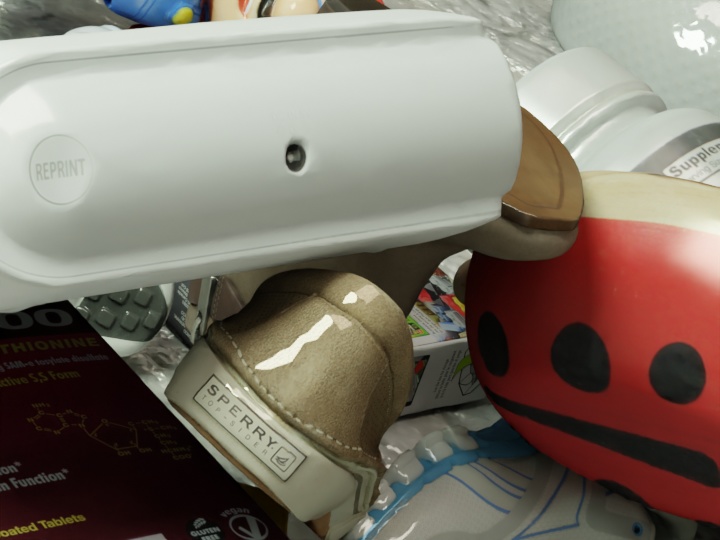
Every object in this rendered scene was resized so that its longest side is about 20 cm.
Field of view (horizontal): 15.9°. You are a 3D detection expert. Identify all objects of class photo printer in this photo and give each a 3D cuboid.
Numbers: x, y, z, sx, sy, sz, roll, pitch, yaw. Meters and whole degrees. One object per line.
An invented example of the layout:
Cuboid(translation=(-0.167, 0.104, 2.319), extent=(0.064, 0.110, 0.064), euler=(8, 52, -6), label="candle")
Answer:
Cuboid(translation=(-0.081, -0.029, 0.710), extent=(0.199, 0.070, 0.166), euler=(-10, 5, -40), label="photo printer")

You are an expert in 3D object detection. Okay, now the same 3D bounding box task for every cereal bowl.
Cuboid(translation=(0.207, -0.139, 1.376), extent=(0.199, 0.084, 0.200), euler=(15, 29, -8), label="cereal bowl")

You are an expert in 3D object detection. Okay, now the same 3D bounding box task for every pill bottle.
Cuboid(translation=(0.131, 0.011, 0.975), extent=(0.200, 0.113, 0.113), euler=(43, 35, 26), label="pill bottle")

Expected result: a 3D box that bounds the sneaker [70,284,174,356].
Cuboid(translation=(-0.149, -0.038, 0.986), extent=(0.200, 0.075, 0.081), euler=(36, 4, 12), label="sneaker")

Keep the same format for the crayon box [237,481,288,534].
Cuboid(translation=(-0.090, 0.108, 0.785), extent=(0.126, 0.051, 0.200), euler=(15, 28, -8), label="crayon box")

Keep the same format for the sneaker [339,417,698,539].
Cuboid(translation=(0.057, 0.097, 0.882), extent=(0.087, 0.075, 0.200), euler=(38, 33, 20), label="sneaker")

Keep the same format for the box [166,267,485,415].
Cuboid(translation=(-0.044, -0.011, 1.039), extent=(0.110, 0.035, 0.200), euler=(-9, 40, -42), label="box")

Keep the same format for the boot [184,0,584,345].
Cuboid(translation=(0.000, 0.000, 0.870), extent=(0.070, 0.147, 0.200), euler=(12, 22, -26), label="boot")

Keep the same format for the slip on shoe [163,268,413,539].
Cuboid(translation=(-0.017, 0.035, 0.768), extent=(0.076, 0.061, 0.200), euler=(41, -5, 6), label="slip on shoe")

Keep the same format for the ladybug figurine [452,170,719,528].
Cuboid(translation=(0.111, 0.034, 0.844), extent=(0.199, 0.136, 0.072), euler=(14, 54, 35), label="ladybug figurine")

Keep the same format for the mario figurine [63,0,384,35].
Cuboid(translation=(-0.071, -0.134, 1.141), extent=(0.199, 0.124, 0.106), euler=(21, 40, -24), label="mario figurine")

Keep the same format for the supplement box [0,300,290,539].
Cuboid(translation=(-0.115, 0.057, 0.742), extent=(0.108, 0.061, 0.200), euler=(-7, 37, -40), label="supplement box")
